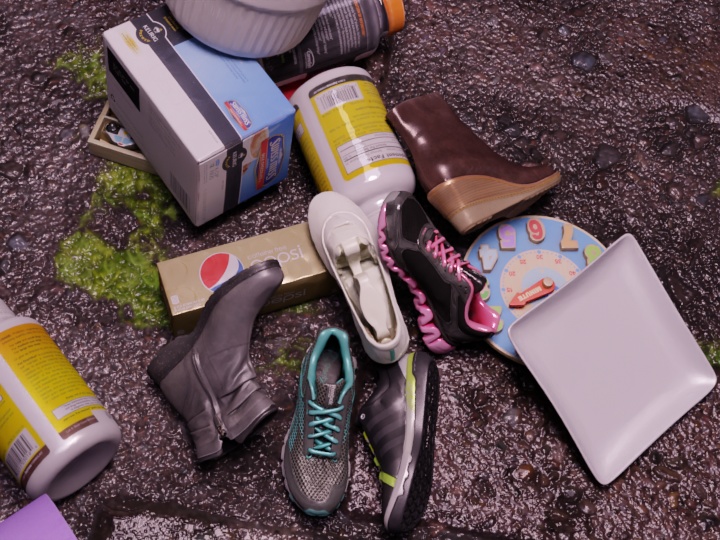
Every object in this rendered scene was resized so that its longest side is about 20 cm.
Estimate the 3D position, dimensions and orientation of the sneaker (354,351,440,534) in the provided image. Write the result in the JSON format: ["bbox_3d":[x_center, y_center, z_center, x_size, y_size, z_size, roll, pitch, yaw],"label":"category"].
[{"bbox_3d":[0.033,0.178,1.199,0.081,0.072,0.203,-1,59,20],"label":"sneaker"}]

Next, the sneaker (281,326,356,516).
[{"bbox_3d":[-0.041,0.148,1.179,0.076,0.092,0.203,4,62,-4],"label":"sneaker"}]

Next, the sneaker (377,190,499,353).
[{"bbox_3d":[0.089,-0.002,1.215,0.094,0.202,0.079,-5,34,39],"label":"sneaker"}]

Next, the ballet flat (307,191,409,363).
[{"bbox_3d":[0.000,0.000,1.206,0.068,0.070,0.203,-19,77,-16],"label":"ballet flat"}]

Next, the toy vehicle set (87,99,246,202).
[{"bbox_3d":[-0.208,-0.166,1.359,0.197,0.027,0.126,17,62,2],"label":"toy vehicle set"}]

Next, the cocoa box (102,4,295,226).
[{"bbox_3d":[-0.181,-0.182,1.279,0.130,0.134,0.201,-30,69,-23],"label":"cocoa box"}]

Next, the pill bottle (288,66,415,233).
[{"bbox_3d":[-0.002,-0.121,1.308,0.110,0.112,0.203,-18,73,-15],"label":"pill bottle"}]

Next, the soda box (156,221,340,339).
[{"bbox_3d":[-0.120,0.008,1.258,0.197,0.064,0.069,-16,65,-14],"label":"soda box"}]

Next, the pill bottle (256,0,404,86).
[{"bbox_3d":[-0.047,-0.296,1.381,0.197,0.107,0.107,-20,66,-14],"label":"pill bottle"}]

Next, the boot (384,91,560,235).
[{"bbox_3d":[0.135,-0.139,1.319,0.198,0.072,0.168,-21,77,-42],"label":"boot"}]

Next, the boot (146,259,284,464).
[{"bbox_3d":[-0.120,0.096,1.173,0.200,0.069,0.132,-47,69,22],"label":"boot"}]

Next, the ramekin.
[{"bbox_3d":[-0.124,-0.325,1.244,0.197,0.106,0.203,14,48,-16],"label":"ramekin"}]

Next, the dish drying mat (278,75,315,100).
[{"bbox_3d":[-0.068,-0.269,1.436,0.075,0.018,0.203,-2,64,-7],"label":"dish drying mat"}]

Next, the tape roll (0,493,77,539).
[{"bbox_3d":[-0.254,0.301,1.011,0.065,0.201,0.201,-32,70,-20],"label":"tape roll"}]

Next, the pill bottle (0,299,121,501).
[{"bbox_3d":[-0.336,0.125,1.145,0.109,0.110,0.200,-35,71,-22],"label":"pill bottle"}]

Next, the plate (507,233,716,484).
[{"bbox_3d":[0.272,0.095,1.246,0.198,0.032,0.202,-35,95,-23],"label":"plate"}]

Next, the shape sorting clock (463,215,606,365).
[{"bbox_3d":[0.211,0.021,1.304,0.196,0.039,0.203,3,62,-6],"label":"shape sorting clock"}]
